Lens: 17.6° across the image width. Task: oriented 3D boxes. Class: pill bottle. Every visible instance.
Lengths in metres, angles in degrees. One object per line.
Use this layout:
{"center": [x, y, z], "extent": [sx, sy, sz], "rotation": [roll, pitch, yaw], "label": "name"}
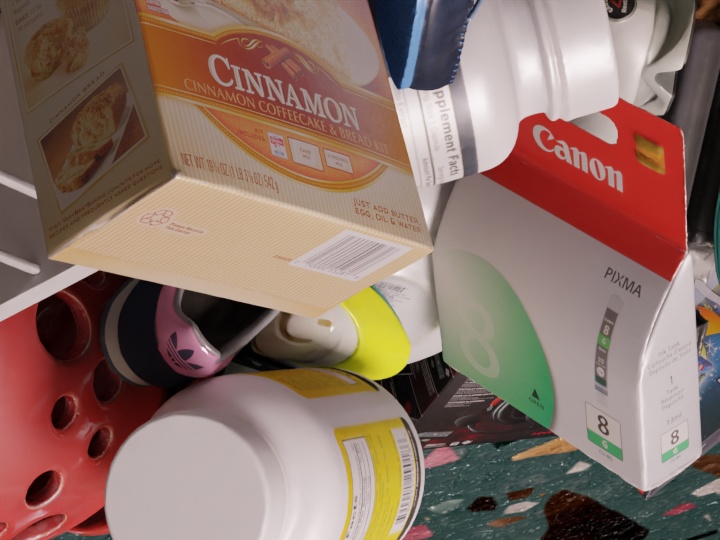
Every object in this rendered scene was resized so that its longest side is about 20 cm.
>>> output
{"center": [-0.047, 0.104, 1.137], "extent": [0.111, 0.112, 0.200], "rotation": [-22, 172, 17], "label": "pill bottle"}
{"center": [0.012, -0.096, 1.076], "extent": [0.199, 0.120, 0.120], "rotation": [-15, 157, -1], "label": "pill bottle"}

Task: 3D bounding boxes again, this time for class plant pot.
{"center": [-0.188, 0.053, 1.198], "extent": [0.200, 0.201, 0.182], "rotation": [-32, 154, 36], "label": "plant pot"}

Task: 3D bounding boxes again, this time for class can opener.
{"center": [0.165, -0.035, 1.245], "extent": [0.053, 0.201, 0.067], "rotation": [9, -171, -20], "label": "can opener"}

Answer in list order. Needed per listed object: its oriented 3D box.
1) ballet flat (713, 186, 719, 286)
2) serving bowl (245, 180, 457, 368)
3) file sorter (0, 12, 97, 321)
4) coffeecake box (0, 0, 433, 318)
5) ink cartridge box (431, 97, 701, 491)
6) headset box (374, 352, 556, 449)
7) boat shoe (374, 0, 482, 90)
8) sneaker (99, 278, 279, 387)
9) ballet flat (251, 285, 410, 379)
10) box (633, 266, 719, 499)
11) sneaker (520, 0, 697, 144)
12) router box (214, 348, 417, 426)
{"center": [0.227, -0.077, 1.192], "extent": [0.070, 0.201, 0.071], "rotation": [5, -168, -1], "label": "ballet flat"}
{"center": [0.000, 0.000, 1.301], "extent": [0.199, 0.066, 0.201], "rotation": [-5, 144, -4], "label": "serving bowl"}
{"center": [-0.218, -0.049, 1.026], "extent": [0.199, 0.139, 0.124], "rotation": [-26, 152, 26], "label": "file sorter"}
{"center": [-0.065, -0.096, 0.926], "extent": [0.073, 0.201, 0.153], "rotation": [-29, 153, 32], "label": "coffeecake box"}
{"center": [0.099, -0.006, 1.179], "extent": [0.050, 0.161, 0.201], "rotation": [-31, 131, -26], "label": "ink cartridge box"}
{"center": [0.109, 0.041, 1.504], "extent": [0.148, 0.075, 0.200], "rotation": [-4, 155, -22], "label": "headset box"}
{"center": [0.048, -0.157, 0.943], "extent": [0.068, 0.084, 0.201], "rotation": [-6, 136, -17], "label": "boat shoe"}
{"center": [-0.039, -0.018, 1.140], "extent": [0.070, 0.200, 0.082], "rotation": [48, 155, -22], "label": "sneaker"}
{"center": [-0.051, 0.005, 1.213], "extent": [0.067, 0.067, 0.200], "rotation": [-29, 117, 30], "label": "ballet flat"}
{"center": [0.194, 0.016, 1.326], "extent": [0.200, 0.137, 0.038], "rotation": [-36, 163, -17], "label": "box"}
{"center": [0.111, -0.081, 1.231], "extent": [0.088, 0.074, 0.200], "rotation": [11, 141, -1], "label": "sneaker"}
{"center": [-0.085, 0.068, 1.366], "extent": [0.157, 0.052, 0.200], "rotation": [22, 180, 36], "label": "router box"}
